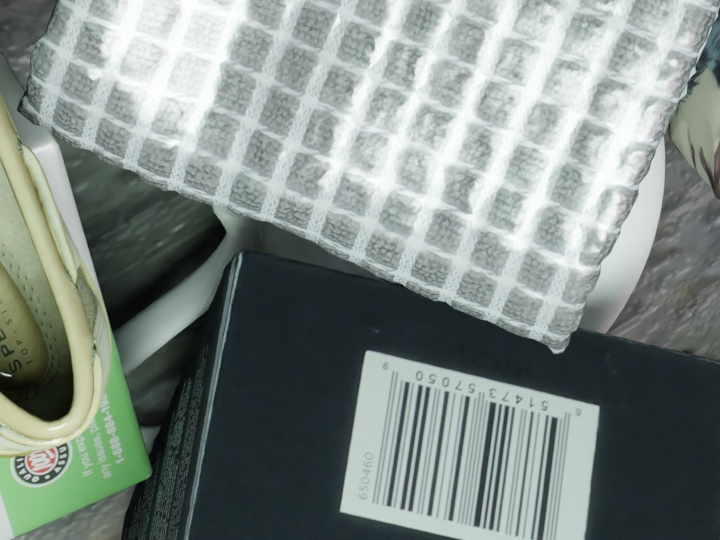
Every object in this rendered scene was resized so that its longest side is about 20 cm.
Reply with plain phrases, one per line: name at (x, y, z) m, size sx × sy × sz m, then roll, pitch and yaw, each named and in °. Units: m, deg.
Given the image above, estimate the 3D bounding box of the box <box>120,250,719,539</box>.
box at (0.007, 0.098, 0.853) m, size 0.148 × 0.107 × 0.200 m, roll 13°, pitch 151°, yaw -7°

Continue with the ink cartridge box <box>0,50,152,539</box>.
ink cartridge box at (-0.176, 0.029, 0.816) m, size 0.200 × 0.084 × 0.146 m, roll -24°, pitch 136°, yaw -12°

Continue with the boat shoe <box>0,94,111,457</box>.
boat shoe at (-0.124, -0.044, 0.721) m, size 0.073 × 0.201 × 0.063 m, roll -28°, pitch -178°, yaw -12°

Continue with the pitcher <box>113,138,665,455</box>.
pitcher at (0.000, 0.000, 0.889) m, size 0.171 × 0.121 × 0.200 m, roll -6°, pitch 143°, yaw -15°

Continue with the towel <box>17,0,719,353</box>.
towel at (0.019, -0.099, 0.737) m, size 0.165 × 0.086 × 0.200 m, roll 23°, pitch 106°, yaw 3°

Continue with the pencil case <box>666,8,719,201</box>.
pencil case at (0.156, -0.028, 0.900) m, size 0.089 × 0.200 × 0.078 m, roll 27°, pitch 111°, yaw -35°
